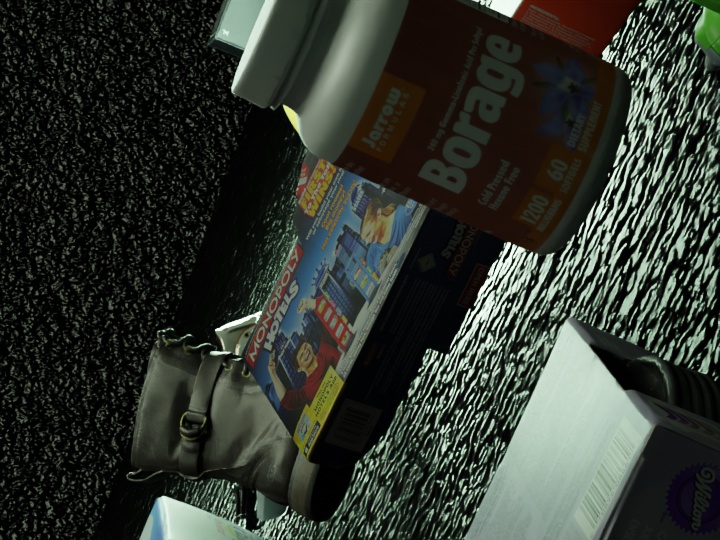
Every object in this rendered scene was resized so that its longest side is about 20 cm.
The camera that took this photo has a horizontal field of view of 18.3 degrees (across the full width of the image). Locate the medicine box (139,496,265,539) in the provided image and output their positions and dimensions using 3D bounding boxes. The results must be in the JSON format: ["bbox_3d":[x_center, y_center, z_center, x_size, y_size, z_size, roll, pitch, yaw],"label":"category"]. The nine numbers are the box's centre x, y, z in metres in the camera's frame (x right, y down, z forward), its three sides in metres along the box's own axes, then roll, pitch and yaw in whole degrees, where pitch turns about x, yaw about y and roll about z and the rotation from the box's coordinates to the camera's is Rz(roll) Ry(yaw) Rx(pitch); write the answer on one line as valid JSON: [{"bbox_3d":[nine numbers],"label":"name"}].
[{"bbox_3d":[-0.141,0.292,1.672,0.182,0.102,0.202,-148,79,-82],"label":"medicine box"}]

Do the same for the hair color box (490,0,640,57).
[{"bbox_3d":[0.136,-0.190,1.306,0.200,0.063,0.112,122,169,-56],"label":"hair color box"}]

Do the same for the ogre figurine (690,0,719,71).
[{"bbox_3d":[0.171,-0.133,0.808,0.120,0.098,0.200,-56,18,-6],"label":"ogre figurine"}]

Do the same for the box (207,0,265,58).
[{"bbox_3d":[-0.170,-0.463,3.831,0.198,0.122,0.202,-157,88,-83],"label":"box"}]

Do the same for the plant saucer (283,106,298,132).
[{"bbox_3d":[-0.046,-0.285,2.807,0.200,0.048,0.202,153,139,-79],"label":"plant saucer"}]

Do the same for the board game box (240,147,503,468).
[{"bbox_3d":[0.000,0.000,1.458,0.201,0.061,0.200,-64,28,15],"label":"board game box"}]

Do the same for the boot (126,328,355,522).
[{"bbox_3d":[-0.075,0.072,1.570,0.069,0.173,0.202,33,-104,-60],"label":"boot"}]

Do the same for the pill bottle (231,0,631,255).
[{"bbox_3d":[0.037,-0.095,1.206,0.112,0.198,0.113,-157,90,-82],"label":"pill bottle"}]

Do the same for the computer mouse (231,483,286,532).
[{"bbox_3d":[-0.070,0.156,1.782,0.110,0.044,0.201,-76,11,-51],"label":"computer mouse"}]

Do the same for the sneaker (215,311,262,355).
[{"bbox_3d":[-0.067,0.049,1.844,0.201,0.084,0.073,-55,9,-4],"label":"sneaker"}]

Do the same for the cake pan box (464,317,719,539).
[{"bbox_3d":[0.078,0.125,0.874,0.184,0.052,0.202,-123,56,-78],"label":"cake pan box"}]
